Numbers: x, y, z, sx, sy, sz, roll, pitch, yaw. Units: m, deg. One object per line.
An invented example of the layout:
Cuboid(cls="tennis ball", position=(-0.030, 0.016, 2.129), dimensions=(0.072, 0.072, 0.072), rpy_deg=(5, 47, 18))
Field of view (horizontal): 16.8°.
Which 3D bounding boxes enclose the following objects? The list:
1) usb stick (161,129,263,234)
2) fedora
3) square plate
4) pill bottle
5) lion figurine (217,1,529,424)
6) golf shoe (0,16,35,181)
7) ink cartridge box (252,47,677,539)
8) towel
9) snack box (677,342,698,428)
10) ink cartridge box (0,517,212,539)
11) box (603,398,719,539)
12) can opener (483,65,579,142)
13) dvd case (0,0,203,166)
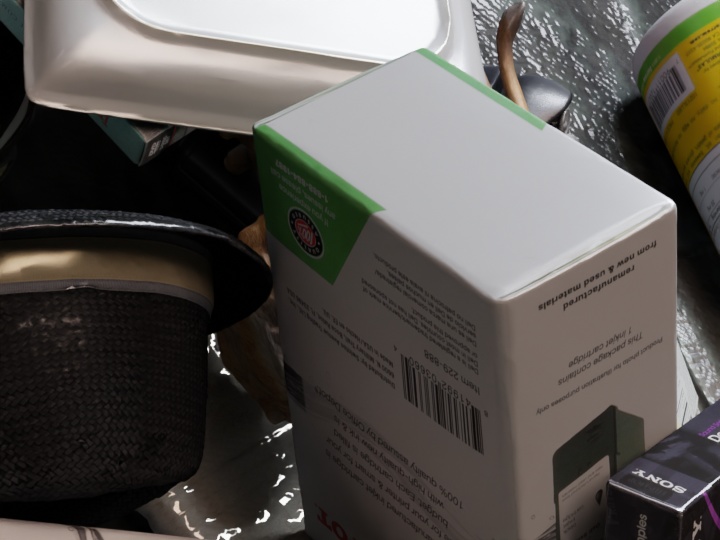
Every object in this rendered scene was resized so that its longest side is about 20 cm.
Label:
Cuboid(cls="usb stick", position=(0.000, 0.000, 1.062), dimensions=(0.200, 0.033, 0.056), rpy_deg=(41, 50, -3))
Cuboid(cls="fedora", position=(-0.125, 0.045, 0.879), dimensions=(0.199, 0.200, 0.092), rpy_deg=(2, 70, -38))
Cuboid(cls="square plate", position=(-0.041, -0.142, 1.000), dimensions=(0.197, 0.028, 0.201), rpy_deg=(7, 56, -20))
Cuboid(cls="pill bottle", position=(0.231, -0.050, 1.282), dimensions=(0.110, 0.111, 0.201), rpy_deg=(-2, 59, -40))
Cuboid(cls="lion figurine", position=(0.017, -0.027, 1.012), dimensions=(0.199, 0.073, 0.123), rpy_deg=(-30, 72, -15))
Cuboid(cls="golf shoe", position=(-0.197, -0.045, 0.946), dimensions=(0.078, 0.094, 0.200), rpy_deg=(44, 42, -1))
Cuboid(cls="ink cartridge box", position=(0.041, 0.042, 0.899), dimensions=(0.084, 0.201, 0.146), rpy_deg=(-28, 42, -26))
Cuboid(cls="towel", position=(-0.028, 0.069, 1.036), dimensions=(0.133, 0.034, 0.200), rpy_deg=(51, 41, 9))
Cuboid(cls="snack box", position=(0.109, 0.049, 1.080), dimensions=(0.200, 0.037, 0.117), rpy_deg=(-58, 129, -67))
Cuboid(cls="ink cartridge box", position=(-0.120, 0.167, 0.842), dimensions=(0.199, 0.084, 0.146), rpy_deg=(10, 52, -33))
Cuboid(cls="box", position=(0.151, 0.110, 0.920), dimensions=(0.036, 0.144, 0.199), rpy_deg=(20, 30, 34))
Cuboid(cls="can opener", position=(0.062, -0.032, 1.175), dimensions=(0.201, 0.078, 0.064), rpy_deg=(-70, 153, -50))
Cuboid(cls="dvd case", position=(-0.069, -0.142, 1.020), dimensions=(0.146, 0.022, 0.200), rpy_deg=(47, 54, 11))
